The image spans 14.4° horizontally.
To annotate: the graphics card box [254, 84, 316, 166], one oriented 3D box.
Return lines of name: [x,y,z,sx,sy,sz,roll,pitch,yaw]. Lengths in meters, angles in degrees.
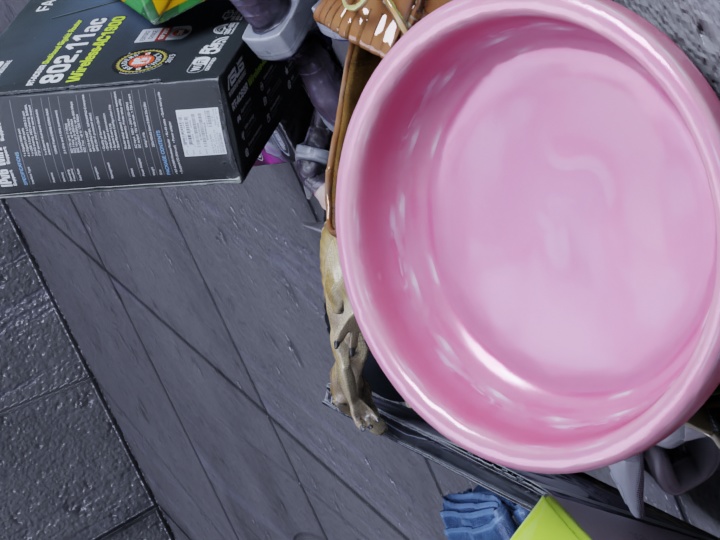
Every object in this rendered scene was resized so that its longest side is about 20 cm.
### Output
graphics card box: [-0.067,-0.127,1.730,0.125,0.051,0.200,63,167,-8]

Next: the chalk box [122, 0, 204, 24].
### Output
chalk box: [-0.109,-0.227,1.491,0.200,0.124,0.125,35,152,63]

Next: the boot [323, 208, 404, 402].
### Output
boot: [0.044,0.039,1.591,0.168,0.076,0.200,54,161,44]

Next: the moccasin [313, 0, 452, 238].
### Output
moccasin: [0.011,-0.110,1.237,0.074,0.078,0.201,-130,41,-57]

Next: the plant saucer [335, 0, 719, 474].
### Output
plant saucer: [0.081,-0.018,1.172,0.200,0.051,0.201,7,102,38]

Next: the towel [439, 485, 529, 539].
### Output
towel: [0.104,0.184,1.751,0.112,0.049,0.200,60,168,-2]

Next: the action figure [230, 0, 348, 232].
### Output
action figure: [0.007,-0.076,1.439,0.130,0.069,0.200,2,126,34]

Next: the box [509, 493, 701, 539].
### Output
box: [0.111,0.175,1.304,0.200,0.122,0.048,20,-159,-42]

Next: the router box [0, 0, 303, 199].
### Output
router box: [-0.112,-0.109,1.505,0.200,0.150,0.062,-64,-34,-59]

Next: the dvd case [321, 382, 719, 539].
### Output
dvd case: [0.090,0.104,1.417,0.149,0.016,0.200,20,-178,-35]

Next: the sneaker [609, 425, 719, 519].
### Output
sneaker: [0.122,0.070,1.348,0.115,0.075,0.200,58,165,23]

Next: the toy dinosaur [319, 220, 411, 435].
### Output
toy dinosaur: [0.000,0.000,1.326,0.101,0.058,0.200,-130,39,-58]

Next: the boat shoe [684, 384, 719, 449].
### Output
boat shoe: [0.152,0.041,1.194,0.200,0.063,0.071,52,167,41]
